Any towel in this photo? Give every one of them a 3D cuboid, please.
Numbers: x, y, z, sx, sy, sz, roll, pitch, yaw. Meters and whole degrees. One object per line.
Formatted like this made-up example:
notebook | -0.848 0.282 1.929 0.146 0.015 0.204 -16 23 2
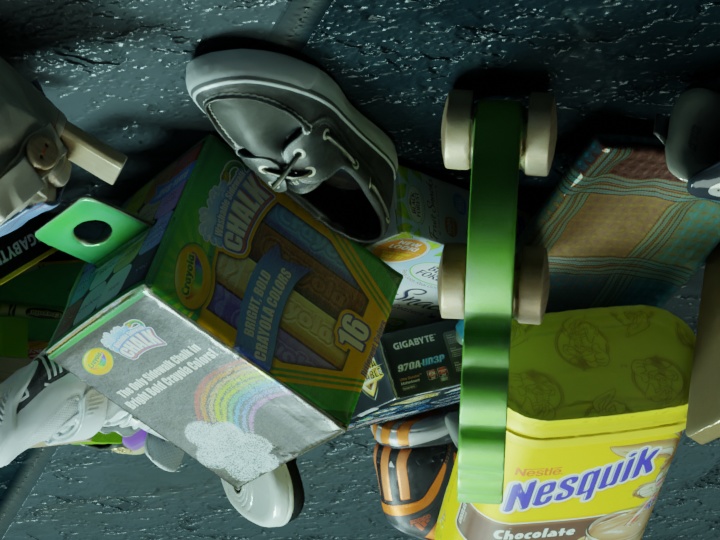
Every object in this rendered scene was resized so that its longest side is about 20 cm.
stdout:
towel | 0.159 -0.014 1.686 0.146 0.022 0.200 1 143 -29

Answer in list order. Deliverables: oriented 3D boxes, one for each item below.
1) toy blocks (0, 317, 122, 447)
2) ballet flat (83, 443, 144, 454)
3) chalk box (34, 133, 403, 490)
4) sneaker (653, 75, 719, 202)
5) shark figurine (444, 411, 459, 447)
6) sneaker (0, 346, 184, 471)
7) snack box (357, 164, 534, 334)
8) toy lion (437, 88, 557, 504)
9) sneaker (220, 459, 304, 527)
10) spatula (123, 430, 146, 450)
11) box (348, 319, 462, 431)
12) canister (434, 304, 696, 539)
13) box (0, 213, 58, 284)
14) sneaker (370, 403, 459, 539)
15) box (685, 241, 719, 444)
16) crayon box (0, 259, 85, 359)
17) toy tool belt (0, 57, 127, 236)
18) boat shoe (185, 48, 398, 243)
toy blocks | -0.272 0.086 1.727 0.199 0.101 0.136 5 170 -41
ballet flat | -0.231 0.113 1.996 0.066 0.057 0.199 -20 153 38
chalk box | -0.098 0.014 1.621 0.200 0.124 0.124 38 141 -19
sneaker | 0.221 -0.060 1.578 0.129 0.080 0.199 10 153 -12
shark figurine | 0.178 0.121 1.902 0.213 0.129 0.089 -18 167 -31
sneaker | -0.152 0.085 1.675 0.200 0.115 0.075 -43 -175 -38
snack box | 0.000 0.000 1.743 0.199 0.053 0.142 -22 153 39
toy lion | 0.074 0.025 1.552 0.068 0.192 0.201 3 135 4
sneaker | -0.050 0.112 1.908 0.111 0.074 0.200 -3 -155 -23
spatula | -0.131 0.076 1.907 0.057 0.021 0.200 48 133 -7
box | 0.065 0.062 1.823 0.199 0.046 0.159 -13 172 -29
canister | 0.132 0.122 1.758 0.147 0.087 0.201 -6 141 -16
box | -0.304 0.018 1.638 0.199 0.050 0.160 -18 -167 35
sneaker | 0.078 0.139 1.961 0.077 0.113 0.199 11 -160 43
box | 0.281 0.005 1.633 0.021 0.164 0.200 35 139 -26
crayon box | -0.215 0.042 1.814 0.198 0.059 0.119 -4 159 2
toy tool belt | -0.230 -0.048 1.498 0.122 0.126 0.199 25 147 -35
boat shoe | -0.033 -0.071 1.552 0.068 0.057 0.200 -14 157 26
